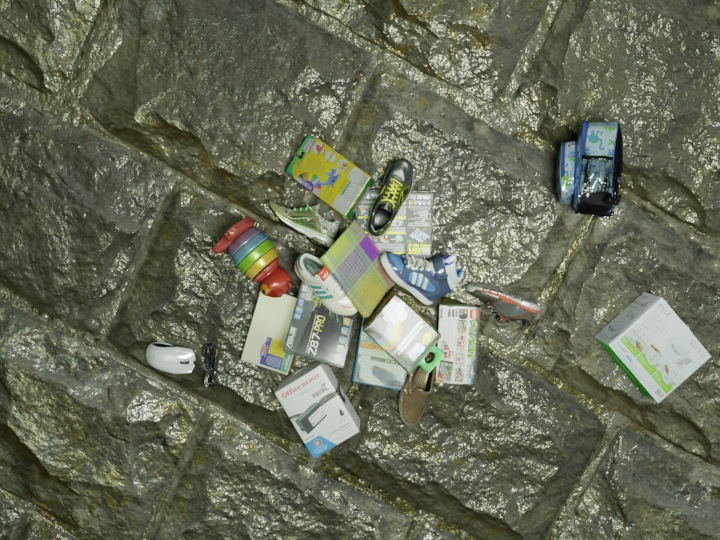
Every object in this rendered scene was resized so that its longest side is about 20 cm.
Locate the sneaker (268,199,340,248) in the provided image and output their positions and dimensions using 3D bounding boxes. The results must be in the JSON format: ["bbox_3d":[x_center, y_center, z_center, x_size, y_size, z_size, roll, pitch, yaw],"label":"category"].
[{"bbox_3d":[-0.137,-0.133,1.365,0.197,0.077,0.090,30,84,-8],"label":"sneaker"}]

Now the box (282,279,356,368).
[{"bbox_3d":[-0.093,0.126,1.368,0.157,0.049,0.205,16,79,-2],"label":"box"}]

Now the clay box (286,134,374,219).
[{"bbox_3d":[-0.076,-0.231,1.336,0.199,0.048,0.116,38,97,16],"label":"clay box"}]

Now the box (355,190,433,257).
[{"bbox_3d":[0.083,-0.118,1.368,0.194,0.044,0.165,1,98,1],"label":"box"}]

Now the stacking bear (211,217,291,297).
[{"bbox_3d":[-0.251,-0.020,1.350,0.201,0.114,0.121,51,132,-4],"label":"stacking bear"}]

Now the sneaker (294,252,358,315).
[{"bbox_3d":[-0.081,0.033,1.314,0.199,0.093,0.070,43,76,3],"label":"sneaker"}]

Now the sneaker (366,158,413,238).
[{"bbox_3d":[0.075,-0.168,1.297,0.073,0.085,0.204,21,97,-2],"label":"sneaker"}]

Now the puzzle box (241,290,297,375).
[{"bbox_3d":[-0.221,0.155,1.415,0.130,0.025,0.205,18,97,-3],"label":"puzzle box"}]

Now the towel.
[{"bbox_3d":[0.000,0.000,1.319,0.144,0.023,0.201,-49,115,-25],"label":"towel"}]

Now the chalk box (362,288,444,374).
[{"bbox_3d":[0.114,0.161,1.343,0.200,0.124,0.125,43,91,-3],"label":"chalk box"}]

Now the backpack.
[{"bbox_3d":[0.535,-0.244,1.279,0.143,0.182,0.206,7,88,20],"label":"backpack"}]

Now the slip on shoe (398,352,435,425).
[{"bbox_3d":[0.151,0.306,1.403,0.074,0.060,0.205,15,95,-19],"label":"slip on shoe"}]

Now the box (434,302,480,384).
[{"bbox_3d":[0.248,0.189,1.407,0.107,0.035,0.206,3,97,0],"label":"box"}]

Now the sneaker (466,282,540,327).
[{"bbox_3d":[0.353,0.092,1.376,0.196,0.077,0.084,20,103,-1],"label":"sneaker"}]

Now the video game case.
[{"bbox_3d":[0.063,0.202,1.421,0.139,0.018,0.205,10,97,0],"label":"video game case"}]

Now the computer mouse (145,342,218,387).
[{"bbox_3d":[-0.469,0.238,1.420,0.195,0.044,0.113,7,98,0],"label":"computer mouse"}]

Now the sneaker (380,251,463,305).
[{"bbox_3d":[0.160,-0.014,1.332,0.199,0.081,0.146,39,115,-25],"label":"sneaker"}]

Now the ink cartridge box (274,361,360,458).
[{"bbox_3d":[-0.109,0.351,1.408,0.143,0.084,0.203,-30,95,4],"label":"ink cartridge box"}]

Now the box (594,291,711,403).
[{"bbox_3d":[0.730,0.190,1.369,0.176,0.097,0.200,-44,94,5],"label":"box"}]
